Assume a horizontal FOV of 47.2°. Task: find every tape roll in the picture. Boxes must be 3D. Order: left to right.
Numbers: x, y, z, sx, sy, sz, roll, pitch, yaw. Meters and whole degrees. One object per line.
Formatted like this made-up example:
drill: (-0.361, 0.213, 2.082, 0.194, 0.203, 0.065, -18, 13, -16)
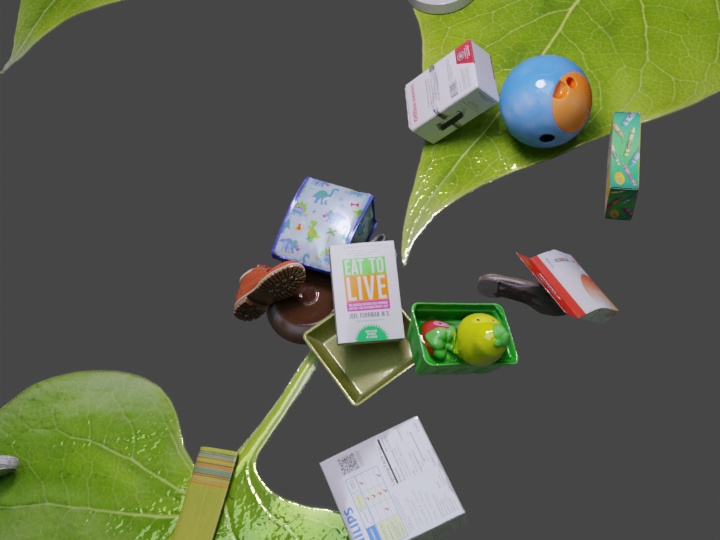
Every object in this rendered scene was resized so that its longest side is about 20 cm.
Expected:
tape roll: (0.213, -0.756, 2.161, 0.203, 0.037, 0.203, -4, 60, 7)

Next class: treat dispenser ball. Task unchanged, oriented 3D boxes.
treat dispenser ball: (0.407, -0.371, 1.814, 0.201, 0.201, 0.201, -4, 60, 8)

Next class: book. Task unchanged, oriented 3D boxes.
book: (0.010, 0.046, 1.649, 0.134, 0.048, 0.200, -4, 76, -9)

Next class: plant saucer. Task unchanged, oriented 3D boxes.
plant saucer: (-0.109, 0.060, 1.763, 0.200, 0.037, 0.201, -4, 61, 8)
plant saucer: (0.017, 0.155, 1.679, 0.200, 0.048, 0.200, -34, 61, -10)

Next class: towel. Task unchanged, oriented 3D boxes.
towel: (-0.300, 0.443, 1.595, 0.086, 0.018, 0.200, 5, 63, 19)

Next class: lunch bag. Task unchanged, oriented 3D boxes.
lunch bag: (-0.077, -0.082, 1.784, 0.170, 0.127, 0.200, 15, 55, 18)

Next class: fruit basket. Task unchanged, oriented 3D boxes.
fruit basket: (0.204, 0.122, 1.548, 0.215, 0.216, 0.156, -14, 59, 3)

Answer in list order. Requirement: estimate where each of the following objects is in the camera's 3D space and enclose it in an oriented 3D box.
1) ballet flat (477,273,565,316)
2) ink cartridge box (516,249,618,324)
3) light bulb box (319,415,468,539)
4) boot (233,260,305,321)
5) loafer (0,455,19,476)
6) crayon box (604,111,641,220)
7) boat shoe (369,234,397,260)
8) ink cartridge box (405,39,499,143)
ballet flat: (0.338, 0.043, 1.683, 0.200, 0.067, 0.046, 13, 32, 20)
ink cartridge box: (0.403, 0.023, 1.602, 0.050, 0.200, 0.162, -45, 59, 19)
light bulb box: (0.061, 0.404, 1.487, 0.200, 0.125, 0.198, -25, 60, -3)
boot: (-0.194, 0.016, 1.744, 0.200, 0.075, 0.107, -32, 40, 31)
loafer: (-0.782, 0.424, 1.666, 0.200, 0.070, 0.070, -19, 64, 8)
crayon box: (0.557, -0.222, 1.751, 0.058, 0.119, 0.200, 5, 62, 13)
boat shoe: (0.000, 0.000, 1.719, 0.072, 0.071, 0.200, -3, 37, 43)
ink cartridge box: (0.205, -0.405, 1.884, 0.200, 0.084, 0.144, -28, 52, 36)
